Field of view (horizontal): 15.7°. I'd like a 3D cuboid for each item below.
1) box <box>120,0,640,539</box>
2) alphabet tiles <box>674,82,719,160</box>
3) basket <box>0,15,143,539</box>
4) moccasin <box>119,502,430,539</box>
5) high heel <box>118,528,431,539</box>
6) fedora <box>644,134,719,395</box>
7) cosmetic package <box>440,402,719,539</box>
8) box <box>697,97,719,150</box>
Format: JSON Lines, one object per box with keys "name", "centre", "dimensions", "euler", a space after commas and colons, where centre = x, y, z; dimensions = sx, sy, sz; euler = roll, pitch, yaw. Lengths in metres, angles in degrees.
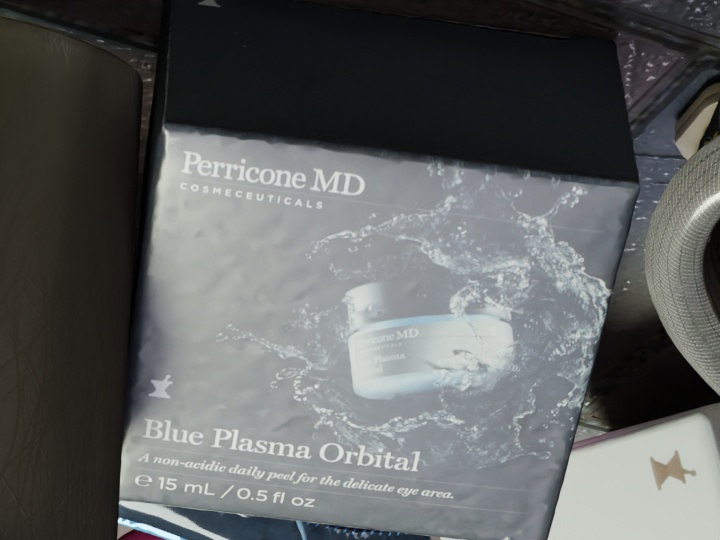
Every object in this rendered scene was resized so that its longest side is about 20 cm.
{"name": "box", "centre": [0.000, 0.000, 1.110], "dimensions": [0.195, 0.118, 0.201], "euler": [7, 125, -6]}
{"name": "alphabet tiles", "centre": [0.245, -0.059, 1.148], "dimensions": [0.199, 0.015, 0.196], "euler": [13, 146, -16]}
{"name": "basket", "centre": [-0.161, 0.008, 1.033], "dimensions": [0.179, 0.202, 0.136], "euler": [16, 168, -27]}
{"name": "moccasin", "centre": [-0.059, 0.097, 1.251], "dimensions": [0.198, 0.081, 0.069], "euler": [11, 120, -7]}
{"name": "high heel", "centre": [-0.038, 0.152, 1.381], "dimensions": [0.096, 0.068, 0.200], "euler": [-5, 161, 33]}
{"name": "fedora", "centre": [0.204, -0.020, 1.028], "dimensions": [0.176, 0.091, 0.200], "euler": [-17, 134, 28]}
{"name": "cosmetic package", "centre": [0.169, 0.156, 1.307], "dimensions": [0.166, 0.169, 0.199], "euler": [-18, 173, 34]}
{"name": "box", "centre": [0.255, -0.071, 1.072], "dimensions": [0.198, 0.050, 0.199], "euler": [7, 146, -6]}
